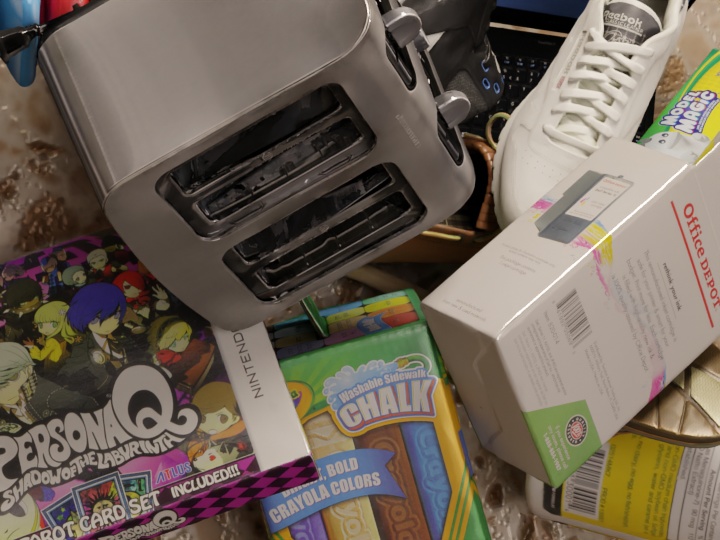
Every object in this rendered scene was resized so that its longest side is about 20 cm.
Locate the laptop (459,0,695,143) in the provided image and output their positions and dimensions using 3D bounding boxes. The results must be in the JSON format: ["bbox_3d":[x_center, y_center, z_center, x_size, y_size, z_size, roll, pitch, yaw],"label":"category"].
[{"bbox_3d":[0.137,-0.124,1.298,0.176,0.103,0.201,5,89,-26],"label":"laptop"}]

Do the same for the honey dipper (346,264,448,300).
[{"bbox_3d":[0.000,0.000,1.273,0.199,0.038,0.038,24,81,-23],"label":"honey dipper"}]

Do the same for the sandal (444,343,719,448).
[{"bbox_3d":[0.138,0.068,1.234,0.080,0.199,0.054,-56,141,-34],"label":"sandal"}]

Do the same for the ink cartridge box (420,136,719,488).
[{"bbox_3d":[0.139,0.009,1.163,0.200,0.067,0.117,-39,127,-21],"label":"ink cartridge box"}]

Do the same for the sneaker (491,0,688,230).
[{"bbox_3d":[0.135,-0.103,1.207,0.076,0.081,0.201,24,70,0],"label":"sneaker"}]

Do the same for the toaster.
[{"bbox_3d":[-0.055,-0.079,1.053,0.199,0.119,0.181,-29,148,6],"label":"toaster"}]

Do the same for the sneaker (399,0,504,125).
[{"bbox_3d":[0.066,-0.162,1.216,0.200,0.073,0.112,-45,121,6],"label":"sneaker"}]

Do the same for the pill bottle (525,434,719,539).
[{"bbox_3d":[0.211,0.122,1.283,0.199,0.114,0.115,14,84,16],"label":"pill bottle"}]

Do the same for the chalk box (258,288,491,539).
[{"bbox_3d":[-0.007,0.085,1.204,0.123,0.125,0.201,-15,100,-1],"label":"chalk box"}]

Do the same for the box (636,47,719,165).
[{"bbox_3d":[0.209,-0.053,1.315,0.200,0.048,0.118,-46,145,-37],"label":"box"}]

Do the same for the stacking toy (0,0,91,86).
[{"bbox_3d":[-0.094,-0.164,1.099,0.199,0.110,0.117,-1,73,-10],"label":"stacking toy"}]

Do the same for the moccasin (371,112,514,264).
[{"bbox_3d":[0.070,-0.048,1.256,0.200,0.078,0.074,2,61,-19],"label":"moccasin"}]

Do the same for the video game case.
[{"bbox_3d":[-0.142,0.064,1.115,0.199,0.036,0.182,-19,57,-4],"label":"video game case"}]
